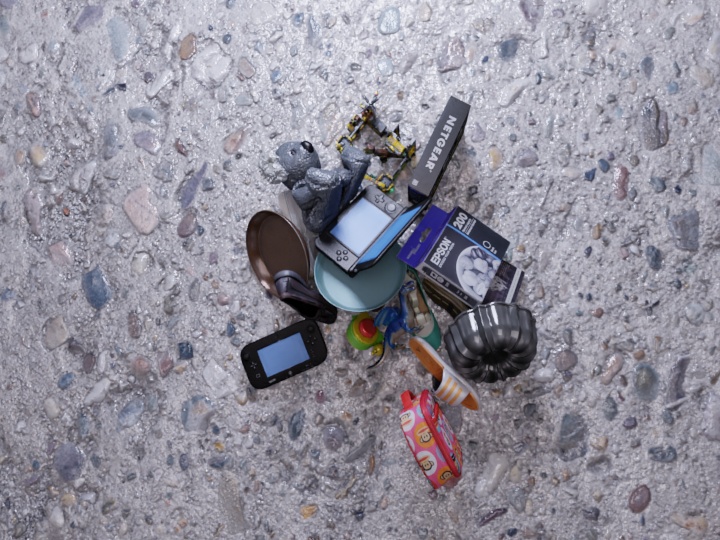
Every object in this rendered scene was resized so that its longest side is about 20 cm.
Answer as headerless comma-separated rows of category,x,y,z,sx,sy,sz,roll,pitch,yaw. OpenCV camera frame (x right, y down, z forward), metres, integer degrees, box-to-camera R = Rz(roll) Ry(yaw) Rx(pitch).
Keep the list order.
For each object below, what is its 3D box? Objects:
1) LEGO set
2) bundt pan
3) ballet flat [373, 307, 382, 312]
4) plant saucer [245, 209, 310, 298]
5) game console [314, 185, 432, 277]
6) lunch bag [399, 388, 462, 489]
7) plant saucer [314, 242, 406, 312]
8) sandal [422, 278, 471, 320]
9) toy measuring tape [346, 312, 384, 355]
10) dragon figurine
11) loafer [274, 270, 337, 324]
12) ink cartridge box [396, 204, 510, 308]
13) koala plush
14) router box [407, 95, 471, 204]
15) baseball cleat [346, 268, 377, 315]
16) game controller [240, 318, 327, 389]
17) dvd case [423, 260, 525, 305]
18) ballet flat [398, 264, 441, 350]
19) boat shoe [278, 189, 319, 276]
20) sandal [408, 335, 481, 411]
LEGO set,0.034,-0.277,1.171,0.153,0.116,0.202,-40,83,2
bundt pan,0.267,0.158,1.071,0.193,0.206,0.078,-9,45,5
ballet flat,0.041,-0.011,1.191,0.064,0.057,0.209,2,93,15
plant saucer,-0.177,-0.037,1.172,0.195,0.034,0.208,20,122,34
game console,0.022,-0.097,1.076,0.174,0.118,0.200,37,67,19
lunch bag,0.135,0.324,1.076,0.080,0.200,0.180,-30,84,7
plant saucer,0.000,0.000,1.104,0.191,0.028,0.207,-2,58,3
sandal,0.220,0.077,1.155,0.199,0.081,0.054,42,69,12
toy measuring tape,-0.019,0.108,1.171,0.073,0.074,0.202,-38,82,2
dragon figurine,0.067,0.112,1.121,0.201,0.058,0.100,-49,66,21
loafer,-0.115,0.076,1.128,0.070,0.200,0.065,-24,49,21
ink cartridge box,0.200,-0.045,1.120,0.196,0.044,0.200,32,52,7
koala plush,-0.114,-0.201,1.144,0.198,0.177,0.187,37,134,11
router box,0.165,-0.243,1.135,0.051,0.157,0.206,26,88,7
baseball cleat,-0.015,-0.001,1.162,0.103,0.070,0.205,-23,63,3
game controller,-0.172,0.189,1.198,0.194,0.042,0.108,-23,84,5
dvd case,0.246,0.009,1.137,0.195,0.016,0.150,29,52,7
ballet flat,0.120,0.082,1.159,0.065,0.070,0.207,-22,84,7
boat shoe,-0.126,-0.091,1.205,0.066,0.072,0.207,-21,76,3
sandal,0.166,0.234,1.135,0.206,0.080,0.059,44,61,13
